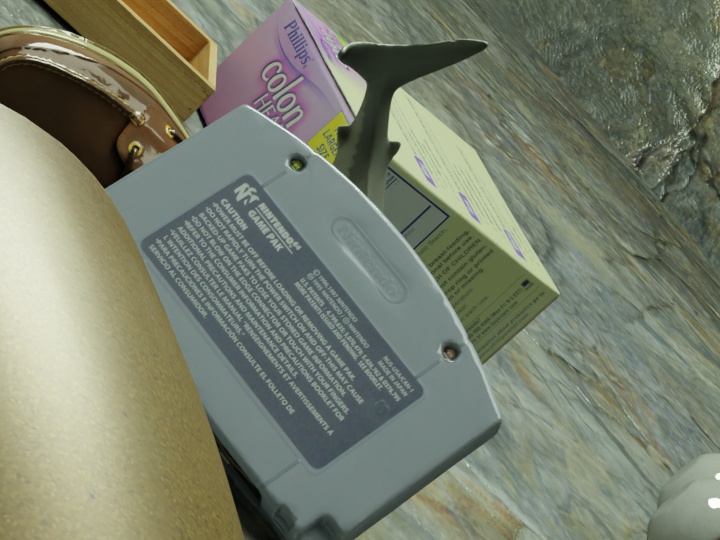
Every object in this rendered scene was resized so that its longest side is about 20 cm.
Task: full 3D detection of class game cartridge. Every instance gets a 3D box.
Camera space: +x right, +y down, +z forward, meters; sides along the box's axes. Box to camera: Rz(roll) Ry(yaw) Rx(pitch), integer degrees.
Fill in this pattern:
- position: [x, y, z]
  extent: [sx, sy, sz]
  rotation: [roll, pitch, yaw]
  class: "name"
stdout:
- position: [-0.033, 0.024, 0.950]
  extent: [0.200, 0.133, 0.041]
  rotation: [51, -19, 13]
  class: "game cartridge"

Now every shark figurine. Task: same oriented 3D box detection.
- position: [0.007, -0.016, 1.060]
  extent: [0.089, 0.215, 0.128]
  rotation: [20, -5, 4]
  class: "shark figurine"

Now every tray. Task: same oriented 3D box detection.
- position: [-0.174, -0.182, 1.276]
  extent: [0.200, 0.037, 0.099]
  rotation: [43, 14, -18]
  class: "tray"

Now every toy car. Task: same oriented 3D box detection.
- position: [0.302, 0.193, 1.417]
  extent: [0.175, 0.150, 0.200]
  rotation: [48, 14, 4]
  class: "toy car"

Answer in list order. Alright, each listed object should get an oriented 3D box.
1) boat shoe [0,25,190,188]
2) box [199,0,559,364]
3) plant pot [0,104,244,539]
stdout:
- position: [-0.113, -0.047, 1.013]
  extent: [0.200, 0.072, 0.068]
  rotation: [40, 13, -35]
  class: "boat shoe"
- position: [0.009, -0.050, 1.328]
  extent: [0.200, 0.097, 0.176]
  rotation: [37, 17, -38]
  class: "box"
- position: [-0.092, 0.083, 0.414]
  extent: [0.186, 0.186, 0.200]
  rotation: [35, 8, -41]
  class: "plant pot"
